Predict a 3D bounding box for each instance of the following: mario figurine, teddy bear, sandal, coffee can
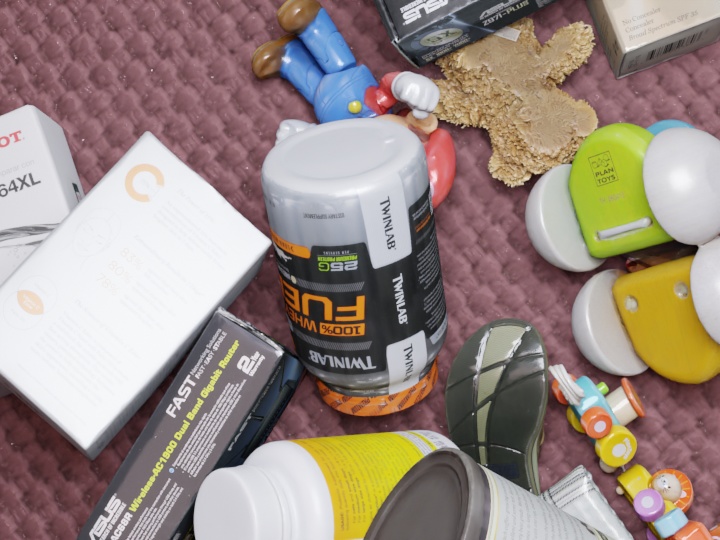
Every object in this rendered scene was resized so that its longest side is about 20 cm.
[{"bbox_3d":[-0.008,-0.122,1.074,0.106,0.124,0.200,-40,76,-14],"label":"mario figurine"},{"bbox_3d":[0.114,-0.162,1.101,0.145,0.067,0.200,-43,74,-11],"label":"teddy bear"},{"bbox_3d":[0.109,0.136,1.060,0.079,0.057,0.203,2,99,16],"label":"sandal"},{"bbox_3d":[0.109,0.225,0.892,0.199,0.146,0.147,30,85,-17],"label":"coffee can"}]

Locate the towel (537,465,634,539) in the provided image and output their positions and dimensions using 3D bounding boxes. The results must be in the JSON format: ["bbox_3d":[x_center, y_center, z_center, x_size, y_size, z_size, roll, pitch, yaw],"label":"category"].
[{"bbox_3d":[0.150,0.280,1.015,0.192,0.035,0.201,-38,82,17],"label":"towel"}]

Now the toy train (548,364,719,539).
[{"bbox_3d":[0.214,0.145,1.000,0.055,0.150,0.201,-32,77,-1],"label":"toy train"}]

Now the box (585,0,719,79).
[{"bbox_3d":[0.213,-0.268,1.092,0.094,0.078,0.202,-22,80,3],"label":"box"}]

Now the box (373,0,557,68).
[{"bbox_3d":[0.091,-0.275,1.033,0.199,0.086,0.165,-24,79,12],"label":"box"}]

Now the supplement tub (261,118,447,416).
[{"bbox_3d":[0.000,0.000,1.014,0.121,0.123,0.201,-8,119,4],"label":"supplement tub"}]

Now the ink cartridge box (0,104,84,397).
[{"bbox_3d":[-0.287,-0.011,1.099,0.145,0.084,0.202,-22,82,2],"label":"ink cartridge box"}]

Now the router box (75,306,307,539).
[{"bbox_3d":[-0.121,0.134,1.030,0.062,0.150,0.201,30,86,9],"label":"router box"}]

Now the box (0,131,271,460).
[{"bbox_3d":[-0.177,0.021,1.002,0.124,0.098,0.200,41,75,1],"label":"box"}]

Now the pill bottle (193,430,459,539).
[{"bbox_3d":[-0.017,0.175,0.986,0.109,0.199,0.110,-2,87,50],"label":"pill bottle"}]

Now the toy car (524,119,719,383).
[{"bbox_3d":[0.236,-0.024,1.023,0.149,0.174,0.201,-30,97,-37],"label":"toy car"}]
